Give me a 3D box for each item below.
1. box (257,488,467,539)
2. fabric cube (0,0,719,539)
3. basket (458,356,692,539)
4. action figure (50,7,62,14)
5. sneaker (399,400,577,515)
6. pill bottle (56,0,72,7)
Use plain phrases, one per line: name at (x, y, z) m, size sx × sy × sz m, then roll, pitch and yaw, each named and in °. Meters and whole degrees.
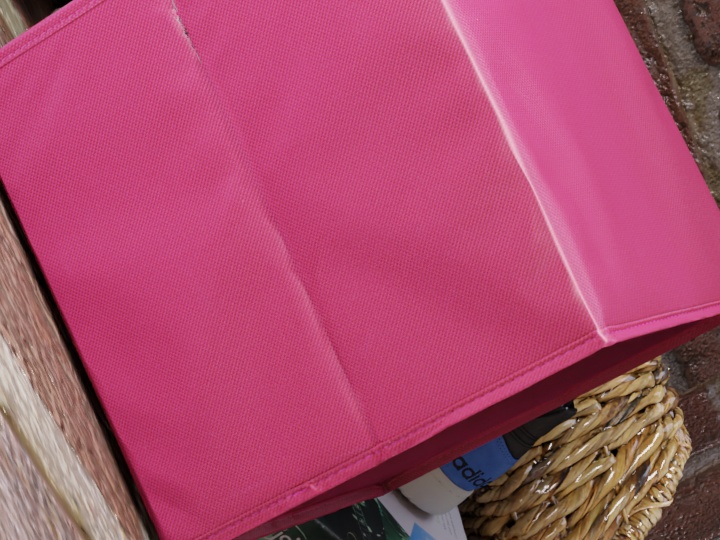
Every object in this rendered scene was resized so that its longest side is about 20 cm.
box at (-0.019, 0.085, 1.017) m, size 0.200 × 0.036 × 0.145 m, roll 41°, pitch 22°, yaw -36°
fabric cube at (0.004, -0.028, 0.883) m, size 0.200 × 0.199 × 0.196 m, roll 65°, pitch 23°, yaw 7°
basket at (0.093, 0.112, 1.201) m, size 0.200 × 0.142 × 0.150 m, roll -23°, pitch -96°, yaw 68°
action figure at (-0.096, -0.092, 1.176) m, size 0.200 × 0.101 × 0.119 m, roll -87°, pitch 158°, yaw -72°
sneaker at (0.027, -0.001, 1.058) m, size 0.201 × 0.111 × 0.077 m, roll 60°, pitch 18°, yaw 18°
pill bottle at (-0.124, -0.174, 1.310) m, size 0.106 × 0.106 × 0.201 m, roll -111°, pitch 175°, yaw -65°
